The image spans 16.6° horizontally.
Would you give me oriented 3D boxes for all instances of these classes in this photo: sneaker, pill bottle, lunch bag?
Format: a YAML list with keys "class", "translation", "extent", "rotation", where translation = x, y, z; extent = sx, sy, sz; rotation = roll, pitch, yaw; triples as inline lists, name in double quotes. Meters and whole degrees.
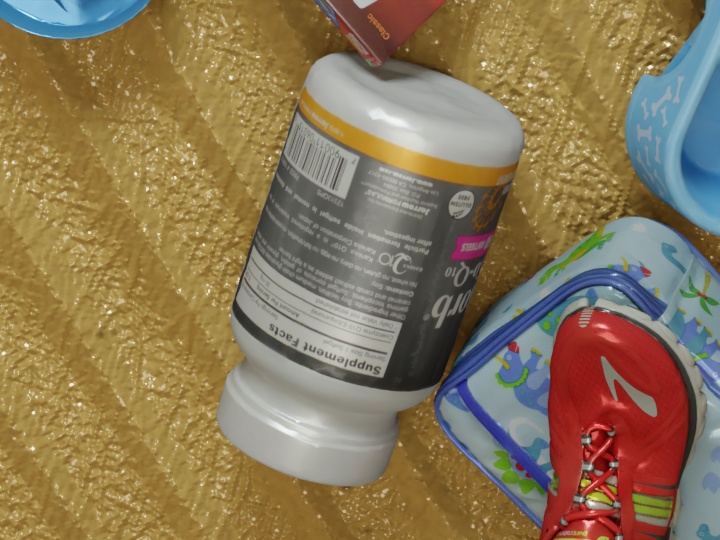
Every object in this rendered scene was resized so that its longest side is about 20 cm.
- class: "sneaker"
  translation: [0.120, 0.108, 1.185]
  extent: [0.077, 0.085, 0.201]
  rotation: [8, 124, 20]
- class: "pill bottle"
  translation: [0.000, 0.000, 1.249]
  extent: [0.116, 0.116, 0.201]
  rotation: [19, 109, -1]
- class: "lunch bag"
  translation: [0.147, 0.086, 1.265]
  extent: [0.200, 0.083, 0.161]
  rotation: [47, 128, -9]

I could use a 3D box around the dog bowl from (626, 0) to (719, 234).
- class: "dog bowl"
  translation: [0.208, -0.104, 1.212]
  extent: [0.111, 0.050, 0.201]
  rotation: [15, 115, -15]

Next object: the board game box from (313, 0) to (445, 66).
- class: "board game box"
  translation: [-0.022, -0.208, 1.205]
  extent: [0.103, 0.019, 0.200]
  rotation: [-45, 104, -11]

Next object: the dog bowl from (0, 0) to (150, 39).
- class: "dog bowl"
  translation: [-0.153, -0.218, 1.228]
  extent: [0.111, 0.050, 0.201]
  rotation: [-7, 106, 7]
